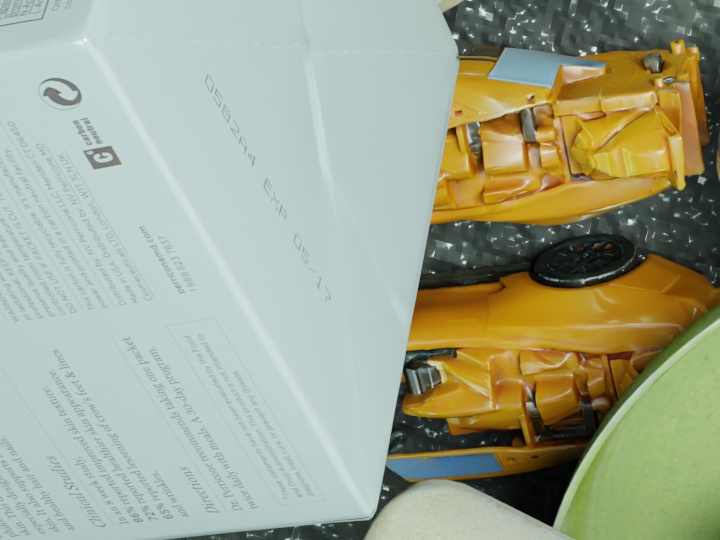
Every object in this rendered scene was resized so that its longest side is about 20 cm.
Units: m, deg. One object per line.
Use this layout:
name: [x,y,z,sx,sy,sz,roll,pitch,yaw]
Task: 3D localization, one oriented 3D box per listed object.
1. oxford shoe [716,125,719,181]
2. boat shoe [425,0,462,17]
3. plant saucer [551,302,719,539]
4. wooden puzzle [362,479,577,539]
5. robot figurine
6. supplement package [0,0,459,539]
oxford shoe: [0.158,-0.085,0.699,0.200,0.071,0.073,-39,135,17]
boat shoe: [0.073,-0.099,0.725,0.200,0.072,0.065,-30,105,18]
plant saucer: [0.141,0.060,0.772,0.199,0.031,0.200,-7,128,-9]
wooden puzzle: [0.062,0.168,0.760,0.185,0.046,0.200,26,117,9]
robot figurine: [0.000,0.000,0.794,0.200,0.058,0.145,-7,115,15]
supplement package: [-0.103,-0.036,0.668,0.200,0.151,0.152,-8,135,22]
